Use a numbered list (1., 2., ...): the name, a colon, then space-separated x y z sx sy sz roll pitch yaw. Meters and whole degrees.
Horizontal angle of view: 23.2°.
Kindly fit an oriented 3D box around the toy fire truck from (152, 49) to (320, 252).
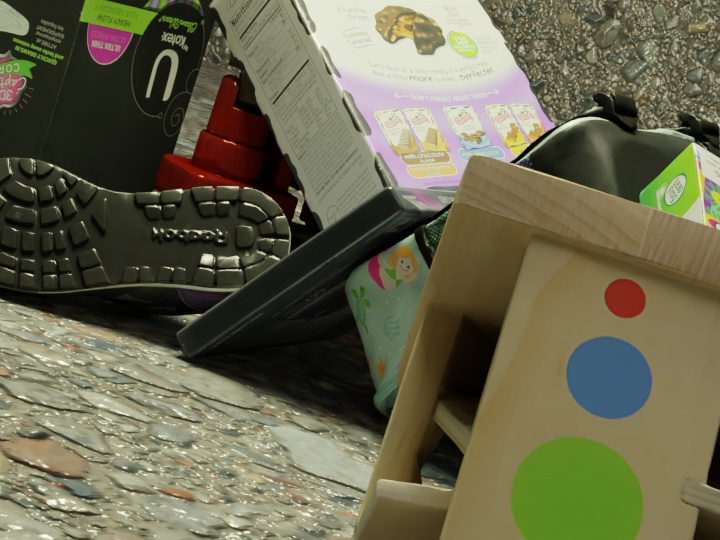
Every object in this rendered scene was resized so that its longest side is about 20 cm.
1. toy fire truck: -0.041 -0.083 1.153 0.176 0.200 0.129 13 10 -30

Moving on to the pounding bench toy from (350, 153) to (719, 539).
1. pounding bench toy: 0.051 0.098 0.436 0.124 0.156 0.200 18 -23 2

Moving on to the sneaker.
1. sneaker: -0.140 -0.004 0.964 0.199 0.076 0.088 8 -23 -1

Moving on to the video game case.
1. video game case: 0.000 0.000 0.976 0.019 0.143 0.200 60 20 12

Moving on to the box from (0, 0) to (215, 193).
1. box: -0.194 -0.129 1.123 0.124 0.200 0.148 23 9 25

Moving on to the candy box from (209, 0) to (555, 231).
1. candy box: 0.023 -0.110 1.101 0.168 0.072 0.200 -6 61 -42

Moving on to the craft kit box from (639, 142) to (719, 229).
1. craft kit box: 0.212 0.062 0.753 0.200 0.049 0.198 28 40 -19

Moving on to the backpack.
1. backpack: 0.098 0.019 0.902 0.200 0.151 0.177 -27 -20 39
